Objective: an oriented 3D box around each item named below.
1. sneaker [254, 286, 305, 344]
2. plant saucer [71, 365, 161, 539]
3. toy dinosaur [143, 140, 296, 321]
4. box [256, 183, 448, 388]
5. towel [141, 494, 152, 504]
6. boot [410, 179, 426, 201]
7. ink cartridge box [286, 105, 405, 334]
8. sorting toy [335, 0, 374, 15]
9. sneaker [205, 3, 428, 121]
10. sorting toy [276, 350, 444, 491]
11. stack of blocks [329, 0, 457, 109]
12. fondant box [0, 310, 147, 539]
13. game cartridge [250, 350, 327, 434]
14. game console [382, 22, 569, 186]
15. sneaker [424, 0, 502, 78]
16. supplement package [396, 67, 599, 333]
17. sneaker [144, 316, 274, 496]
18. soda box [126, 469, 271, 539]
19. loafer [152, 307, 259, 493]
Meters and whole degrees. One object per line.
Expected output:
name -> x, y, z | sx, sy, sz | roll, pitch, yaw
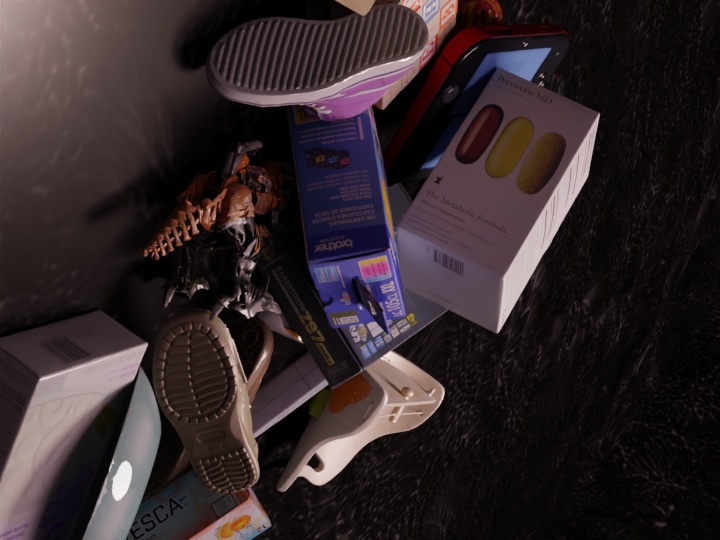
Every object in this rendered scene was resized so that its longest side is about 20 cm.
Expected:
sneaker -> -0.050, 0.017, 1.603 | 0.078, 0.078, 0.200 | -69, 166, 17
plant saucer -> -0.203, 0.179, 1.379 | 0.201, 0.038, 0.202 | -158, -90, -81
toy dinosaur -> -0.120, -0.038, 1.370 | 0.199, 0.102, 0.137 | -9, 115, -41
box -> 0.000, 0.000, 1.569 | 0.051, 0.158, 0.200 | -33, 179, 39
towel -> -0.187, 0.282, 1.676 | 0.172, 0.048, 0.200 | -63, 163, 17
boot -> 0.063, -0.062, 1.767 | 0.186, 0.064, 0.201 | -37, -159, 45
ink cartridge box -> -0.010, -0.041, 1.438 | 0.137, 0.076, 0.201 | 73, 9, -64
sorting toy -> -0.012, -0.311, 1.223 | 0.200, 0.069, 0.200 | -62, 159, 8
sneaker -> -0.046, -0.150, 1.344 | 0.199, 0.073, 0.114 | -11, 160, -31
sorting toy -> -0.021, 0.176, 1.866 | 0.181, 0.107, 0.200 | -54, 161, 10
stack of blocks -> 0.030, -0.250, 1.420 | 0.115, 0.058, 0.201 | -47, 157, -27
fondant box -> -0.259, 0.140, 1.305 | 0.144, 0.058, 0.201 | -18, 137, -61
game cartridge -> -0.066, 0.115, 1.633 | 0.200, 0.042, 0.133 | -38, 171, 31
game console -> 0.112, -0.160, 1.599 | 0.199, 0.031, 0.178 | -13, 138, -52
sneaker -> 0.099, -0.204, 1.660 | 0.201, 0.072, 0.077 | 107, 5, -47
supplement package -> 0.127, -0.067, 1.538 | 0.201, 0.113, 0.110 | -58, 164, -24
sneaker -> -0.138, 0.125, 1.547 | 0.200, 0.070, 0.075 | -52, 153, 13
soda box -> -0.185, 0.255, 1.523 | 0.199, 0.064, 0.069 | -33, 145, -4
loafer -> -0.135, 0.106, 1.436 | 0.069, 0.075, 0.201 | -101, -179, -52
